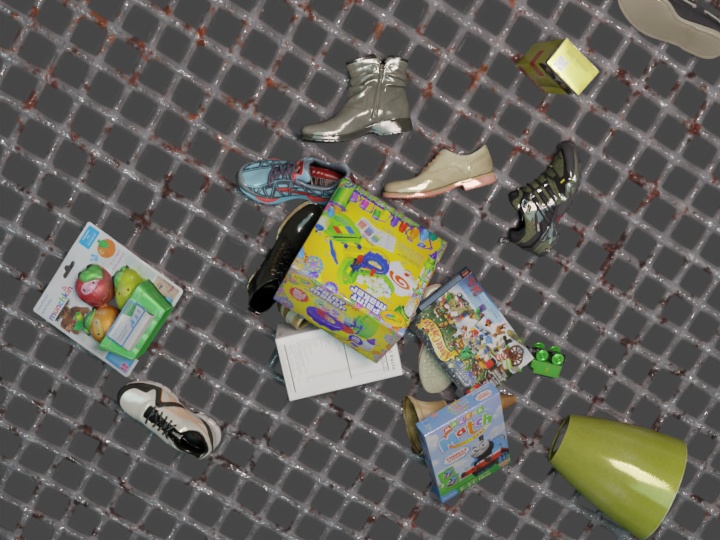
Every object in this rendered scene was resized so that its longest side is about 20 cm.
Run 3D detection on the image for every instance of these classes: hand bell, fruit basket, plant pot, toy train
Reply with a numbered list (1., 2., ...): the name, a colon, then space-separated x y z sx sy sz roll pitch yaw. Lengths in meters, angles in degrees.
1. hand bell: 0.183 0.249 1.626 0.197 0.104 0.106 -13 103 -13
2. fruit basket: -0.425 0.051 1.533 0.199 0.094 0.186 35 98 -6
3. plant pot: 0.440 0.341 1.617 0.198 0.187 0.189 26 100 7
4. toy train: 0.267 0.148 1.622 0.197 0.042 0.057 13 111 -6

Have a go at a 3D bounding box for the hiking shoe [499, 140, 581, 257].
1. hiking shoe: 0.304 -0.127 1.547 0.099 0.076 0.203 15 101 -10

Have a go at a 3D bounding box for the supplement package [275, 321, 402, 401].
1. supplement package: -0.037 0.134 1.563 0.197 0.110 0.116 -12 101 -1

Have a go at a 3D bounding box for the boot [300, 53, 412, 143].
1. boot: -0.011 -0.282 1.508 0.197 0.068 0.133 -10 98 -9

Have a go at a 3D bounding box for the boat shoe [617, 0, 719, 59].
1. boat shoe: 0.517 -0.424 1.518 0.198 0.073 0.063 28 56 -3

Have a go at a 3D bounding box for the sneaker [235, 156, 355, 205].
1. sneaker: -0.105 -0.160 1.498 0.197 0.096 0.081 1 70 -9

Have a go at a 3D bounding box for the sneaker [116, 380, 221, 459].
1. sneaker: -0.333 0.258 1.588 0.198 0.080 0.074 29 100 -7

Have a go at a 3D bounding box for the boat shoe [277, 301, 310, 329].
1. boat shoe: -0.040 0.033 1.538 0.199 0.076 0.072 -37 144 -9

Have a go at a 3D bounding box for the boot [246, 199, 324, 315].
1. boot: -0.119 -0.016 1.512 0.077 0.138 0.202 29 98 -9

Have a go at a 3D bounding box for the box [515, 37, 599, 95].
1. box: 0.306 -0.320 1.443 0.075 0.200 0.050 41 97 -12

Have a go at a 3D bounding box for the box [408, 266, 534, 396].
1. box: 0.185 0.113 1.552 0.136 0.038 0.201 -38 109 3

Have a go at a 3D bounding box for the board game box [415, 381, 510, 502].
1. board game box: 0.182 0.300 1.586 0.150 0.037 0.202 -27 132 -12

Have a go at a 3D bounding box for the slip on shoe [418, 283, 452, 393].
1. slip on shoe: 0.131 0.116 1.596 0.073 0.061 0.203 -6 107 -9

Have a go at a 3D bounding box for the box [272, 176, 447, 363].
1. box: 0.000 0.000 1.446 0.199 0.122 0.194 32 57 -4

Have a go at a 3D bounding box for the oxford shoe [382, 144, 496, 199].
1. oxford shoe: 0.127 -0.163 1.537 0.197 0.071 0.075 -13 98 -11
